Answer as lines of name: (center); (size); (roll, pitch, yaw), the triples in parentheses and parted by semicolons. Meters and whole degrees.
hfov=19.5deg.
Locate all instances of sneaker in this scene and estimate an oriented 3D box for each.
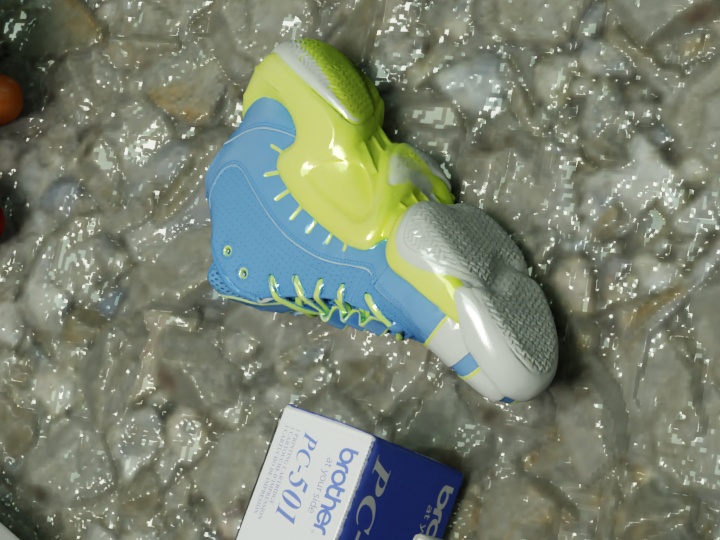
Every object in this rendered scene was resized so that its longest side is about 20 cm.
sneaker: (0.000, 0.000, 0.879); (0.105, 0.076, 0.200); (-47, 55, 20)

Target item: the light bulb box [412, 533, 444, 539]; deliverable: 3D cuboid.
light bulb box: (0.055, 0.214, 0.717); (0.124, 0.200, 0.199); (29, 89, 28)

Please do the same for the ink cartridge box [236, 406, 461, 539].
ink cartridge box: (-0.027, 0.161, 0.820); (0.044, 0.094, 0.201); (17, 85, 27)

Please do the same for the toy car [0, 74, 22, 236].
toy car: (-0.240, -0.043, 0.952); (0.200, 0.175, 0.150); (-43, 104, -22)

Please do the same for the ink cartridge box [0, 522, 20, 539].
ink cartridge box: (-0.170, 0.163, 0.856); (0.200, 0.116, 0.067); (38, 117, 16)
